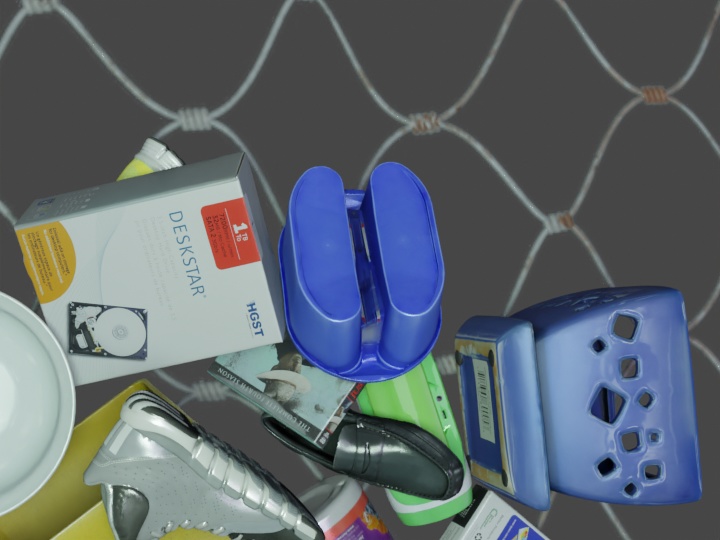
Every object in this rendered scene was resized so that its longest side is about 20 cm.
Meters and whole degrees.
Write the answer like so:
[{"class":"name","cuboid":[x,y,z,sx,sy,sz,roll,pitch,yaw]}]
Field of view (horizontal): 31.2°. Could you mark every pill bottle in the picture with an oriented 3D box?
[{"class":"pill bottle","cuboid":[-0.001,0.303,1.212,0.111,0.111,0.201,-34,99,-15]}]

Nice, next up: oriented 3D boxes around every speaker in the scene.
[{"class":"speaker","cuboid":[0.044,0.138,1.245,0.088,0.088,0.202,-19,94,-17]}]

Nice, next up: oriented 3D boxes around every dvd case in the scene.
[{"class":"dvd case","cuboid":[-0.033,0.048,1.206,0.201,0.145,0.022,-54,147,-10]}]

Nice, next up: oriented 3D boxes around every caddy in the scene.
[{"class":"caddy","cuboid":[0.000,0.000,1.145,0.140,0.105,0.202,-4,58,-7]}]

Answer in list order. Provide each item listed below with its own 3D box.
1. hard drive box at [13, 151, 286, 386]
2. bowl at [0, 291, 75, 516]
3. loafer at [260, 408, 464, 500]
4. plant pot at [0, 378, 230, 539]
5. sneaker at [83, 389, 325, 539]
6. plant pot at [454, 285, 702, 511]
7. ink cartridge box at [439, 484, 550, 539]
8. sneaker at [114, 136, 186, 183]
[{"class":"hard drive box","cuboid":[-0.178,-0.001,1.128,0.198,0.077,0.157,-13,110,6]},{"class":"bowl","cuboid":[-0.344,0.112,1.114,0.199,0.090,0.203,0,88,-9]},{"class":"loafer","cuboid":[-0.001,0.165,1.186,0.199,0.070,0.069,20,114,24]},{"class":"plant pot","cuboid":[-0.199,0.240,1.117,0.199,0.200,0.177,-36,109,-15]},{"class":"sneaker","cuboid":[-0.130,0.190,1.004,0.200,0.075,0.116,39,88,-19]},{"class":"plant pot","cuboid":[0.197,0.123,1.239,0.178,0.200,0.202,-6,91,-11]},{"class":"ink cartridge box","cuboid":[0.160,0.307,1.292,0.200,0.037,0.095,41,77,-23]},{"class":"sneaker","cuboid":[-0.156,-0.022,1.197,0.090,0.078,0.200,-41,94,-6]}]
